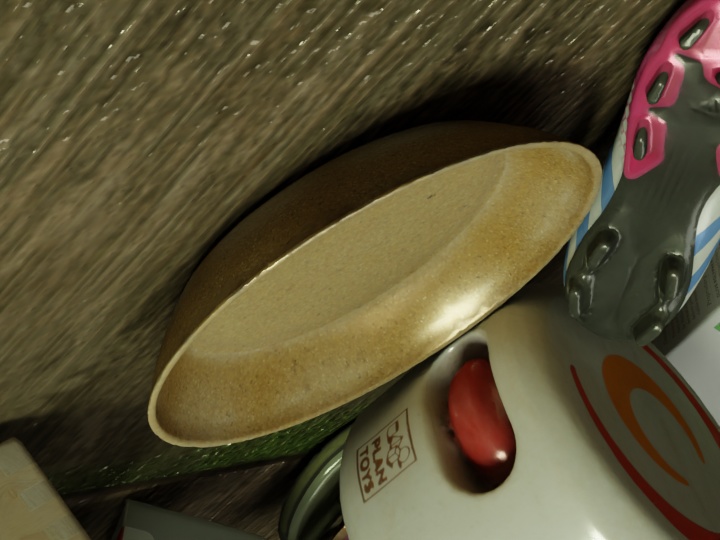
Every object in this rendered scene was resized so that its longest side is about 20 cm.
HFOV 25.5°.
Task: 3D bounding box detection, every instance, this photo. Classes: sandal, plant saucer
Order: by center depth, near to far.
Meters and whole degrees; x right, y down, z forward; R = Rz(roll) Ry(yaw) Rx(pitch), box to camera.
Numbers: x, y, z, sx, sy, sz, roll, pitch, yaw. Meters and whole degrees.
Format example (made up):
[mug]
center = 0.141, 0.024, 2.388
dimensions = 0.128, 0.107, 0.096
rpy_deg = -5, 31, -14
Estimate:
[plant saucer]
center = 0.000, 0.000, 0.620
dimensions = 0.200, 0.036, 0.200
rpy_deg = -28, 161, -10
[sandal]
center = 0.039, 0.100, 0.885
dimensions = 0.201, 0.057, 0.080
rpy_deg = -34, 160, 7

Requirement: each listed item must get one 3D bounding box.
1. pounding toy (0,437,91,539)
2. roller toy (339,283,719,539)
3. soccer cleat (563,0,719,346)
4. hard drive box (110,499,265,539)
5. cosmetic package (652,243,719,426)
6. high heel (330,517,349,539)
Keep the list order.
[pounding toy]
center = -0.206, 0.155, 0.590
dimensions = 0.200, 0.142, 0.184
rpy_deg = -28, 164, -41
[roller toy]
center = 0.085, 0.111, 0.736
dimensions = 0.140, 0.200, 0.182
rpy_deg = -40, 170, 23
[soccer cleat]
center = 0.136, -0.060, 0.652
dimensions = 0.086, 0.070, 0.200
rpy_deg = -65, -179, -52
[hard drive box]
center = -0.114, 0.240, 0.774
dimensions = 0.076, 0.156, 0.200
rpy_deg = 18, 123, -13
[cosmetic package]
center = 0.193, 0.050, 0.878
dimensions = 0.107, 0.085, 0.200
rpy_deg = 27, 127, -18
[high heel]
center = 0.004, 0.202, 0.784
dimensions = 0.200, 0.096, 0.067
rpy_deg = -60, -179, -21
